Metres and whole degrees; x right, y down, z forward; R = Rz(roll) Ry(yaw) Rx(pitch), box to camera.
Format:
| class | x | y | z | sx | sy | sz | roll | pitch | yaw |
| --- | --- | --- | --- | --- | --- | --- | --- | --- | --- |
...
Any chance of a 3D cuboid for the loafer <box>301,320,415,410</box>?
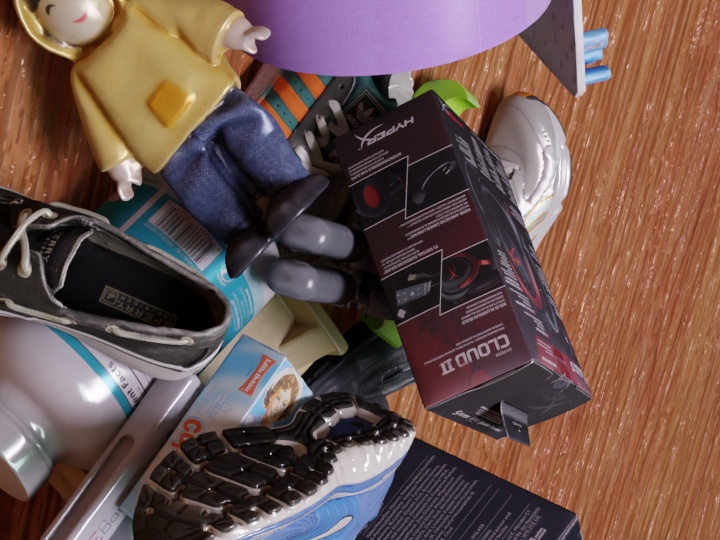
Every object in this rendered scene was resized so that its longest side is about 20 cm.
| class | x | y | z | sx | sy | sz | roll | pitch | yaw |
| --- | --- | --- | --- | --- | --- | --- | --- | --- | --- |
| loafer | -0.008 | 0.089 | 1.024 | 0.071 | 0.068 | 0.200 | 55 | 36 | -2 |

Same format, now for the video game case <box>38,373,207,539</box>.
| class | x | y | z | sx | sy | sz | roll | pitch | yaw |
| --- | --- | --- | --- | --- | --- | --- | --- | --- | --- |
| video game case | -0.119 | 0.172 | 0.843 | 0.183 | 0.023 | 0.201 | -54 | 150 | -16 |

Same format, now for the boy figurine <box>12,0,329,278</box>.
| class | x | y | z | sx | sy | sz | roll | pitch | yaw |
| --- | --- | --- | --- | --- | --- | --- | --- | --- | --- |
| boy figurine | -0.103 | -0.098 | 0.772 | 0.124 | 0.200 | 0.064 | -38 | -174 | 21 |

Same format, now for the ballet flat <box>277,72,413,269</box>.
| class | x | y | z | sx | sy | sz | roll | pitch | yaw |
| --- | --- | --- | --- | --- | --- | --- | --- | --- | --- |
| ballet flat | 0.001 | -0.079 | 0.997 | 0.072 | 0.071 | 0.202 | 29 | 83 | -53 |

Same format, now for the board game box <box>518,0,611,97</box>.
| class | x | y | z | sx | sy | sz | roll | pitch | yaw |
| --- | --- | --- | --- | --- | --- | --- | --- | --- | --- |
| board game box | 0.107 | -0.240 | 0.912 | 0.026 | 0.201 | 0.202 | -14 | 123 | -8 |

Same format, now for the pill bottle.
| class | x | y | z | sx | sy | sz | roll | pitch | yaw |
| --- | --- | --- | --- | --- | --- | --- | --- | --- | --- |
| pill bottle | -0.144 | 0.035 | 0.830 | 0.200 | 0.110 | 0.112 | -46 | 138 | -26 |

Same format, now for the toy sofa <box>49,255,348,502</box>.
| class | x | y | z | sx | sy | sz | roll | pitch | yaw |
| --- | --- | --- | --- | --- | --- | --- | --- | --- | --- |
| toy sofa | -0.111 | 0.082 | 0.933 | 0.200 | 0.097 | 0.083 | -47 | 115 | -25 |

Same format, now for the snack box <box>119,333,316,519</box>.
| class | x | y | z | sx | sy | sz | roll | pitch | yaw |
| --- | --- | --- | --- | --- | --- | --- | --- | --- | --- |
| snack box | -0.056 | 0.134 | 0.854 | 0.117 | 0.037 | 0.200 | -55 | 149 | -16 |

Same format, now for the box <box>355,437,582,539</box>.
| class | x | y | z | sx | sy | sz | roll | pitch | yaw |
| --- | --- | --- | --- | --- | --- | --- | --- | --- | --- |
| box | 0.070 | 0.231 | 1.119 | 0.107 | 0.199 | 0.149 | -46 | 139 | -28 |

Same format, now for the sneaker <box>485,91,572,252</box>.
| class | x | y | z | sx | sy | sz | roll | pitch | yaw |
| --- | --- | --- | --- | --- | --- | --- | --- | --- | --- |
| sneaker | 0.104 | -0.039 | 1.143 | 0.091 | 0.075 | 0.203 | -7 | 111 | -45 |

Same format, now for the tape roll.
| class | x | y | z | sx | sy | sz | roll | pitch | yaw |
| --- | --- | --- | --- | --- | --- | --- | --- | --- | --- |
| tape roll | 0.013 | -0.188 | 0.847 | 0.199 | 0.199 | 0.066 | -36 | 132 | -36 |

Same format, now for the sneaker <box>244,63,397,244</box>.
| class | x | y | z | sx | sy | sz | roll | pitch | yaw |
| --- | --- | --- | --- | --- | --- | --- | --- | --- | --- |
| sneaker | -0.027 | -0.096 | 0.922 | 0.071 | 0.079 | 0.202 | 44 | 64 | -50 |

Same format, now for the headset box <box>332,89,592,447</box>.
| class | x | y | z | sx | sy | sz | roll | pitch | yaw |
| --- | --- | --- | --- | --- | --- | --- | --- | --- | --- |
| headset box | 0.069 | 0.011 | 0.903 | 0.148 | 0.074 | 0.202 | 30 | 38 | -65 |

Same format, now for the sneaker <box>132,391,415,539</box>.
| class | x | y | z | sx | sy | sz | roll | pitch | yaw |
| --- | --- | --- | --- | --- | --- | --- | --- | --- | --- |
| sneaker | -0.041 | 0.130 | 0.760 | 0.199 | 0.078 | 0.090 | -11 | 118 | -53 |

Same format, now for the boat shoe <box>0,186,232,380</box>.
| class | x | y | z | sx | sy | sz | roll | pitch | yaw |
| --- | --- | --- | --- | --- | --- | --- | --- | --- | --- |
| boat shoe | -0.159 | -0.007 | 0.743 | 0.064 | 0.198 | 0.071 | 131 | -23 | -63 |

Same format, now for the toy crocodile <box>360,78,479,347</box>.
| class | x | y | z | sx | sy | sz | roll | pitch | yaw |
| --- | --- | --- | --- | --- | --- | --- | --- | --- | --- |
| toy crocodile | 0.041 | -0.043 | 1.045 | 0.068 | 0.061 | 0.202 | 46 | 52 | -50 |

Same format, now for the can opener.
| class | x | y | z | sx | sy | sz | roll | pitch | yaw |
| --- | --- | --- | --- | --- | --- | --- | --- | --- | --- |
| can opener | 0.000 | 0.000 | 0.899 | 0.200 | 0.066 | 0.054 | 12 | 94 | -78 |
